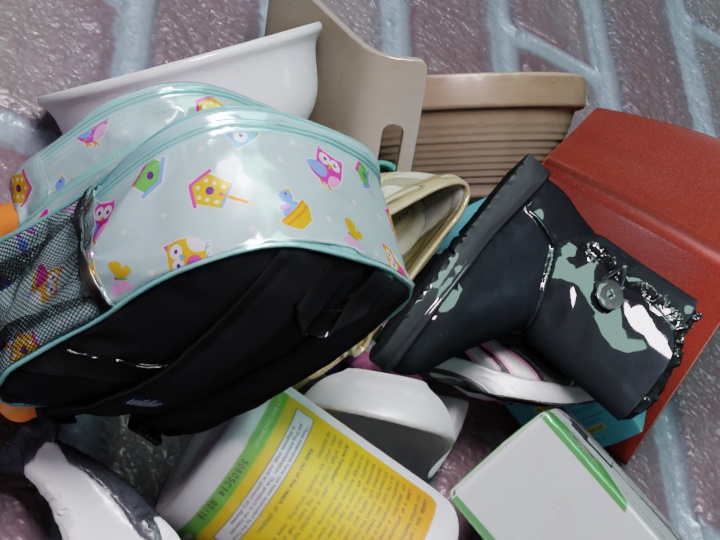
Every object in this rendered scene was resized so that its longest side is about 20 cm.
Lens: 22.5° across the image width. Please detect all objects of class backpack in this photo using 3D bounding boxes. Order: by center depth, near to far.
[{"bbox_3d":[-0.080,-0.009,0.939,0.175,0.199,0.154,19,57,-47],"label":"backpack"}]

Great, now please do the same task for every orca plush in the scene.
[{"bbox_3d":[-0.135,0.176,1.003,0.200,0.071,0.105,42,80,8],"label":"orca plush"}]

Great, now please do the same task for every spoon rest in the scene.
[{"bbox_3d":[0.025,0.101,1.162,0.099,0.061,0.200,8,-5,19],"label":"spoon rest"}]

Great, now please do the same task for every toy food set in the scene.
[{"bbox_3d":[-0.015,-0.126,1.291,0.060,0.144,0.200,-7,33,-27],"label":"toy food set"}]

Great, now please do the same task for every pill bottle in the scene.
[{"bbox_3d":[-0.012,0.158,1.072,0.200,0.111,0.111,36,36,-8],"label":"pill bottle"}]

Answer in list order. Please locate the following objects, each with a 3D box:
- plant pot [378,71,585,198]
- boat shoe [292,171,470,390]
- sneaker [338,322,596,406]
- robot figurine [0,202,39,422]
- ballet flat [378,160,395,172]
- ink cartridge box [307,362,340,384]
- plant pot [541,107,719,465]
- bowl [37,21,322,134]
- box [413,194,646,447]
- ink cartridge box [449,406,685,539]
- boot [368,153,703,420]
[{"bbox_3d":[0.077,-0.102,1.406,0.200,0.200,0.093,-3,91,-45],"label":"plant pot"},{"bbox_3d":[0.001,0.002,1.143,0.201,0.063,0.073,-47,120,-43],"label":"boat shoe"},{"bbox_3d":[0.079,0.042,1.224,0.199,0.080,0.087,12,84,-14],"label":"sneaker"},{"bbox_3d":[-0.224,0.027,1.010,0.200,0.116,0.144,-20,83,-52],"label":"robot figurine"},{"bbox_3d":[0.005,-0.011,1.301,0.067,0.070,0.201,28,38,-21],"label":"ballet flat"},{"bbox_3d":[-0.079,-0.016,1.135,0.200,0.044,0.094,42,55,-39],"label":"ink cartridge box"},{"bbox_3d":[0.206,-0.010,1.403,0.176,0.201,0.200,33,34,10],"label":"plant pot"},{"bbox_3d":[-0.111,-0.100,1.218,0.201,0.200,0.091,-24,103,-52],"label":"bowl"},{"bbox_3d":[0.121,0.043,1.290,0.200,0.082,0.049,52,32,-20],"label":"box"},{"bbox_3d":[0.143,0.166,1.160,0.147,0.083,0.200,48,5,8],"label":"ink cartridge box"},{"bbox_3d":[0.120,0.038,1.160,0.168,0.076,0.200,42,54,-1],"label":"boot"}]
